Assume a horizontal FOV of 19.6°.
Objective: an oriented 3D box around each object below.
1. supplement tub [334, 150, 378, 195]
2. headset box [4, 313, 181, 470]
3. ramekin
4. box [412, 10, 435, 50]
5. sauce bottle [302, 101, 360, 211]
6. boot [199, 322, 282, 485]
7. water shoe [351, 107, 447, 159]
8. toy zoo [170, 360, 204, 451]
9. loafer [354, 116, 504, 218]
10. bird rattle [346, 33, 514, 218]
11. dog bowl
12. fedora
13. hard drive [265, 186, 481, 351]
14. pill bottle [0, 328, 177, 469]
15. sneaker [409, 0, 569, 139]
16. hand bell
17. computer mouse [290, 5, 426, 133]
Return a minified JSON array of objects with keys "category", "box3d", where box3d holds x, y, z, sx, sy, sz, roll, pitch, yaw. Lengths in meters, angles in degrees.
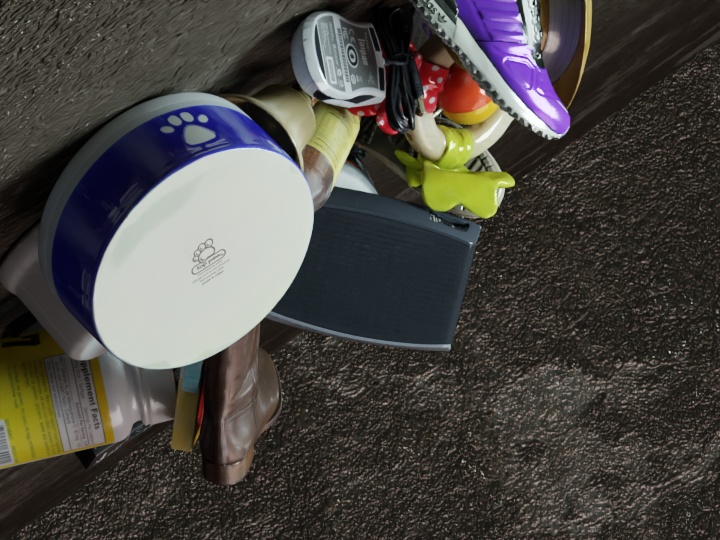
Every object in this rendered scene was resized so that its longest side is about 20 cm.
[{"category":"supplement tub","box3d":[-0.043,-0.058,1.964,0.122,0.123,0.200,-37,-166,3]},{"category":"headset box","box3d":[-0.217,0.070,1.989,0.200,0.149,0.075,-35,176,-21]},{"category":"ramekin","box3d":[-0.190,-0.013,1.724,0.200,0.098,0.200,-36,175,-4]},{"category":"box","box3d":[0.064,-0.200,1.955,0.041,0.039,0.200,-36,169,-16]},{"category":"sauce bottle","box3d":[-0.052,-0.086,1.798,0.066,0.066,0.200,-41,-164,39]},{"category":"boot","box3d":[-0.101,0.053,1.781,0.187,0.064,0.201,-84,177,-56]},{"category":"water shoe","box3d":[0.039,-0.149,2.102,0.200,0.079,0.071,-40,173,31]},{"category":"toy zoo","box3d":[-0.141,0.080,1.841,0.200,0.020,0.132,-76,175,-80]},{"category":"loafer","box3d":[0.065,-0.112,1.986,0.076,0.200,0.068,-55,150,5]},{"category":"bird rattle","box3d":[0.071,-0.153,1.858,0.163,0.200,0.113,-42,-147,-18]},{"category":"dog bowl","box3d":[-0.135,-0.028,1.558,0.200,0.079,0.201,-26,138,-26]},{"category":"fedora","box3d":[0.119,-0.214,1.729,0.081,0.202,0.201,-5,162,-20]},{"category":"hard drive","box3d":[0.000,0.000,1.856,0.042,0.199,0.135,-113,-144,-75]},{"category":"pill bottle","box3d":[-0.266,0.106,1.844,0.199,0.115,0.114,-12,170,-9]},{"category":"sneaker","box3d":[0.116,-0.195,1.628,0.099,0.200,0.070,-42,-164,2]},{"category":"hand bell","box3d":[-0.044,-0.146,1.717,0.104,0.104,0.200,-42,-175,46]},{"category":"computer mouse","box3d":[-0.009,-0.168,1.682,0.044,0.110,0.200,-11,175,28]}]
